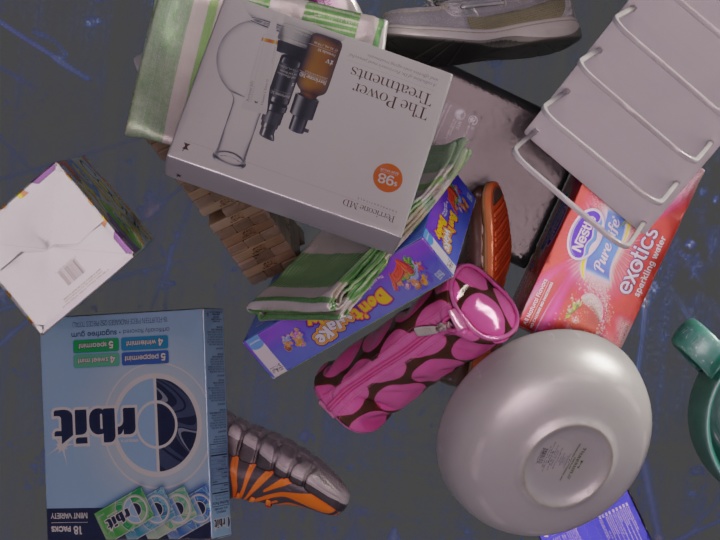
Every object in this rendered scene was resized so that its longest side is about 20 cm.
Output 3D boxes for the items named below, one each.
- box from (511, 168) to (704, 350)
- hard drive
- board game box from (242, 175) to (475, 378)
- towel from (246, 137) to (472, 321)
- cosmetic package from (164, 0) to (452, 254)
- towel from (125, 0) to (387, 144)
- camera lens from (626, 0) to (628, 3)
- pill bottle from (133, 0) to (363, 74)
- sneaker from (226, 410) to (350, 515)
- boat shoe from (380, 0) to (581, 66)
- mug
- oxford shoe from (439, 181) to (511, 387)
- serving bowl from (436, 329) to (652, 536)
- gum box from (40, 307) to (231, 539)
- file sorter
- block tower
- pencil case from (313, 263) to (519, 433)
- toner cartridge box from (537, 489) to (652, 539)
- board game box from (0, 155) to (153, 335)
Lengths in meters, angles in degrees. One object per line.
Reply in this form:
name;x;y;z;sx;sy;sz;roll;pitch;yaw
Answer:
box;0.218;-0.023;1.742;0.099;0.095;0.201;25;93;-3
hard drive;0.090;-0.106;1.763;0.199;0.033;0.140;25;93;-4
board game box;0.000;0.000;1.676;0.199;0.135;0.045;-30;110;27
towel;-0.001;-0.034;1.638;0.023;0.152;0.200;48;66;-20
cosmetic package;-0.041;-0.118;1.560;0.198;0.052;0.152;19;73;-3
towel;-0.084;-0.165;1.613;0.198;0.023;0.154;12;73;-6
camera lens;0.313;-0.259;1.698;0.159;0.160;0.201;-28;95;0
pill bottle;-0.095;-0.195;1.709;0.199;0.112;0.113;-27;95;-1
sneaker;-0.114;0.198;1.762;0.199;0.078;0.113;27;97;7
boat shoe;0.103;-0.225;1.720;0.200;0.074;0.065;-6;80;-22
mug;0.370;0.118;1.750;0.151;0.114;0.187;-15;94;-1
oxford shoe;0.093;0.015;1.738;0.072;0.071;0.202;10;110;16
serving bowl;0.169;0.154;1.684;0.198;0.066;0.202;-7;118;-13
gum box;-0.201;0.138;1.720;0.168;0.044;0.202;-4;86;22
file sorter;0.237;-0.137;1.600;0.139;0.124;0.200;40;112;5
block tower;-0.117;-0.073;1.692;0.054;0.058;0.200;-23;130;15
pencil case;0.043;0.072;1.699;0.091;0.094;0.200;48;127;-2
toner cartridge box;0.205;0.223;1.786;0.094;0.043;0.201;-25;95;-1
board game box;-0.256;-0.027;1.669;0.105;0.200;0.103;-40;95;2
